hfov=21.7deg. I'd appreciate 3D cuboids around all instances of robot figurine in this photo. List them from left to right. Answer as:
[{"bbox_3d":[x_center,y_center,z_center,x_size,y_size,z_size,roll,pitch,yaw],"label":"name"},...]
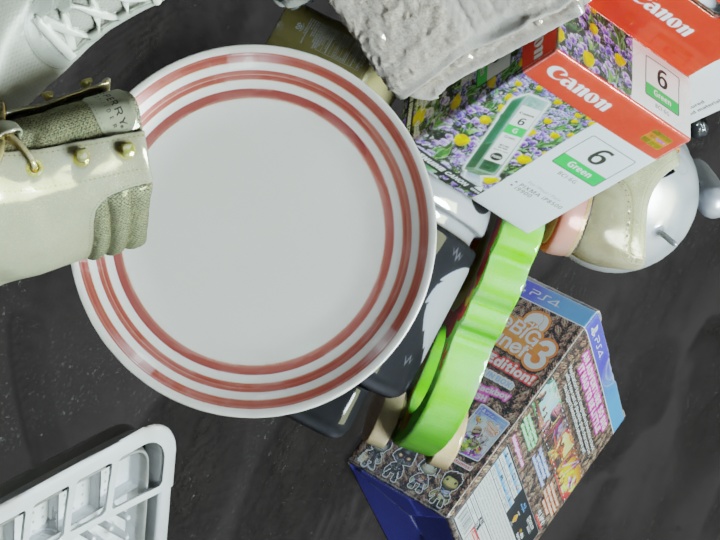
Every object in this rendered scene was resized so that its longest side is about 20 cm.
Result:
[{"bbox_3d":[0.002,0.001,1.163,0.125,0.150,0.201,30,86,-47],"label":"robot figurine"},{"bbox_3d":[0.177,-0.071,1.335,0.200,0.168,0.114,-91,-171,-64],"label":"robot figurine"}]

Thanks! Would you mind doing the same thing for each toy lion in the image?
[{"bbox_3d":[0.075,0.017,1.233,0.192,0.068,0.201,129,-20,-71],"label":"toy lion"}]

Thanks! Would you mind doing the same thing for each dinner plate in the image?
[{"bbox_3d":[-0.058,-0.021,1.017,0.201,0.199,0.024,-61,-179,-3],"label":"dinner plate"}]

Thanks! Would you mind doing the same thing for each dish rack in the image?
[{"bbox_3d":[-0.186,0.188,1.103,0.171,0.043,0.201,-28,134,-46],"label":"dish rack"}]

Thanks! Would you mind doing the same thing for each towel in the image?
[{"bbox_3d":[0.021,-0.190,0.976,0.200,0.132,0.035,52,30,-20],"label":"towel"}]

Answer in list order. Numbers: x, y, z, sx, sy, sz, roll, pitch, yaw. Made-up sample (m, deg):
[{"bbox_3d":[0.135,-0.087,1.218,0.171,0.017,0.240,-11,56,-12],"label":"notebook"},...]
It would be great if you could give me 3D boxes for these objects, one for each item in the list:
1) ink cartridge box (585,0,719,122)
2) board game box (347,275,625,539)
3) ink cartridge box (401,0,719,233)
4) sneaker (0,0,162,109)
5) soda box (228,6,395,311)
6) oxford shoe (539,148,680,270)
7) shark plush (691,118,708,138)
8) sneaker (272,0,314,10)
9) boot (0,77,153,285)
[{"bbox_3d":[0.138,-0.194,1.095,0.200,0.146,0.148,34,48,-34],"label":"ink cartridge box"},{"bbox_3d":[0.101,0.127,1.441,0.200,0.097,0.160,-51,147,-20],"label":"board game box"},{"bbox_3d":[0.125,-0.100,1.057,0.109,0.200,0.051,29,51,-29],"label":"ink cartridge box"},{"bbox_3d":[-0.120,-0.148,0.900,0.201,0.092,0.076,-56,149,-11],"label":"sneaker"},{"bbox_3d":[-0.054,-0.047,1.078,0.201,0.064,0.068,-60,163,-3],"label":"soda box"},{"bbox_3d":[0.174,-0.092,1.231,0.071,0.073,0.201,130,-22,-73],"label":"oxford shoe"},{"bbox_3d":[0.231,-0.198,1.354,0.201,0.090,0.083,62,24,-10],"label":"shark plush"},{"bbox_3d":[-0.010,-0.241,1.037,0.079,0.077,0.201,23,96,-32],"label":"sneaker"},{"bbox_3d":[-0.176,-0.059,0.847,0.154,0.072,0.201,-20,141,-13],"label":"boot"}]
